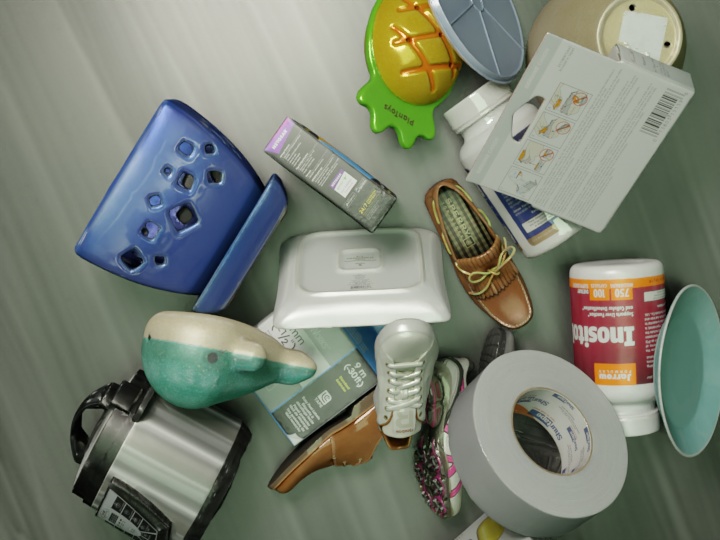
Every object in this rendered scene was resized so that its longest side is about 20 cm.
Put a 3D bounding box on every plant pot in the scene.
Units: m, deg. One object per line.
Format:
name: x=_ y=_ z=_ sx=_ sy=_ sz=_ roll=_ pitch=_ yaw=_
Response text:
plant pot: x=0.294 y=-0.254 z=1.304 sx=0.185 sy=0.200 sz=0.190 roll=0 pitch=93 yaw=0
plant pot: x=-0.193 y=-0.066 z=1.327 sx=0.179 sy=0.200 sz=0.201 roll=32 pitch=93 yaw=-8

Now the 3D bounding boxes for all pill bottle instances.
pill bottle: x=0.310 y=0.090 z=1.371 sx=0.111 sy=0.113 sz=0.203 roll=-4 pitch=94 yaw=1
pill bottle: x=0.187 y=-0.125 z=1.358 sx=0.110 sy=0.111 sz=0.201 roll=-34 pitch=93 yaw=3

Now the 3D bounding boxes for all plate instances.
plate: x=0.000 y=0.000 z=1.328 sx=0.197 sy=0.201 sz=0.033 roll=-2 pitch=120 yaw=1
plate: x=0.383 y=0.117 z=1.354 sx=0.025 sy=0.199 sz=0.203 roll=0 pitch=95 yaw=38

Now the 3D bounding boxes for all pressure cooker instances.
pressure cooker: x=-0.248 y=0.217 z=1.353 sx=0.199 sy=0.179 sz=0.177 roll=30 pitch=93 yaw=-5

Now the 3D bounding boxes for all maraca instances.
maraca: x=0.059 y=-0.243 z=1.341 sx=0.136 sy=0.107 sz=0.202 roll=22 pitch=74 yaw=-27

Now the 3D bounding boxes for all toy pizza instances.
toy pizza: x=0.122 y=-0.304 z=1.320 sx=0.032 sy=0.200 sz=0.202 roll=-24 pitch=94 yaw=34

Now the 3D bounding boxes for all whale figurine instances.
whale figurine: x=-0.150 y=0.110 z=1.287 sx=0.198 sy=0.158 sz=0.105 roll=17 pitch=81 yaw=-32

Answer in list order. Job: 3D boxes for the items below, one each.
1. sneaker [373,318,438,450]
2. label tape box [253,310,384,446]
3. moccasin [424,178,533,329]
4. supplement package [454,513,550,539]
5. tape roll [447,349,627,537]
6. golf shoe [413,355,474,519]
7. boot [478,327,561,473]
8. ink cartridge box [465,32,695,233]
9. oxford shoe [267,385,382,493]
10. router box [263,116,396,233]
sneaker: x=0.053 y=0.133 z=1.286 sx=0.072 sy=0.201 sz=0.085 roll=-4 pitch=53 yaw=-5
label tape box: x=-0.044 y=0.093 z=1.398 sx=0.199 sy=0.066 sz=0.144 roll=-37 pitch=93 yaw=4
moccasin: x=0.146 y=-0.020 z=1.382 sx=0.073 sy=0.078 sz=0.203 roll=-25 pitch=93 yaw=2
supplement package: x=0.179 y=0.389 z=1.349 sx=0.152 sy=0.200 sz=0.151 roll=-41 pitch=93 yaw=3
tape roll: x=0.199 y=0.193 z=1.288 sx=0.198 sy=0.066 sz=0.202 roll=14 pitch=53 yaw=-19
golf shoe: x=0.112 y=0.204 z=1.400 sx=0.091 sy=0.072 sz=0.203 roll=-11 pitch=105 yaw=-26
boot: x=0.214 y=0.167 z=1.409 sx=0.130 sy=0.070 sz=0.203 roll=-1 pitch=100 yaw=-7
ink cartridge box: x=0.229 y=-0.150 z=1.225 sx=0.172 sy=0.044 sz=0.201 roll=20 pitch=127 yaw=-11
oxford shoe: x=-0.025 y=0.217 z=1.405 sx=0.199 sy=0.071 sz=0.072 roll=-37 pitch=97 yaw=1
router box: x=-0.030 y=-0.109 z=1.315 sx=0.149 sy=0.200 sz=0.051 roll=37 pitch=94 yaw=-2
